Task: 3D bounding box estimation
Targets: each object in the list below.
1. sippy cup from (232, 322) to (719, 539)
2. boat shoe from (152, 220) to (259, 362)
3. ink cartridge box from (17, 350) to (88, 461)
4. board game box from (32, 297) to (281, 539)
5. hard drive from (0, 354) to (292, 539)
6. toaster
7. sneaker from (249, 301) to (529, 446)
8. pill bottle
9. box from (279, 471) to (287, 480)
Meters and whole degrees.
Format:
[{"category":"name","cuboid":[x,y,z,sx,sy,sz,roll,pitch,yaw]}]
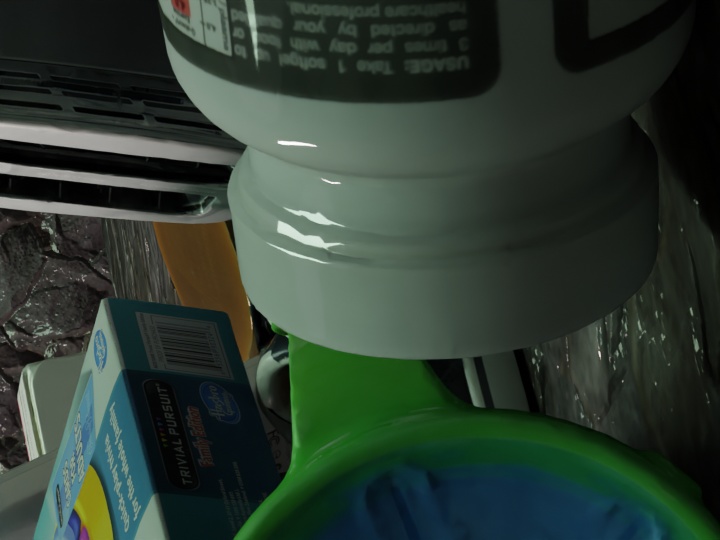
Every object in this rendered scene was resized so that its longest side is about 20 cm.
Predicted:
[{"category":"sippy cup","cuboid":[0.029,0.097,0.667,0.130,0.139,0.179,-12,-63,-88]},{"category":"boat shoe","cuboid":[-0.034,0.010,1.100,0.070,0.070,0.200,46,158,33]},{"category":"ink cartridge box","cuboid":[-0.087,0.078,1.322,0.200,0.144,0.084,134,124,-80]},{"category":"board game box","cuboid":[-0.077,0.134,0.900,0.151,0.047,0.201,-112,36,-55]},{"category":"hard drive","cuboid":[-0.069,0.107,1.063,0.027,0.199,0.132,38,142,42]},{"category":"toaster","cuboid":[-0.086,-0.091,0.879,0.114,0.199,0.130,152,121,-62]},{"category":"sneaker","cuboid":[0.000,0.000,0.886,0.079,0.079,0.201,92,167,-57]},{"category":"pill bottle","cuboid":[0.011,-0.090,0.569,0.116,0.115,0.201,-115,18,-61]},{"category":"box","cuboid":[-0.004,0.208,0.999,0.197,0.123,0.201,-115,18,-55]}]
